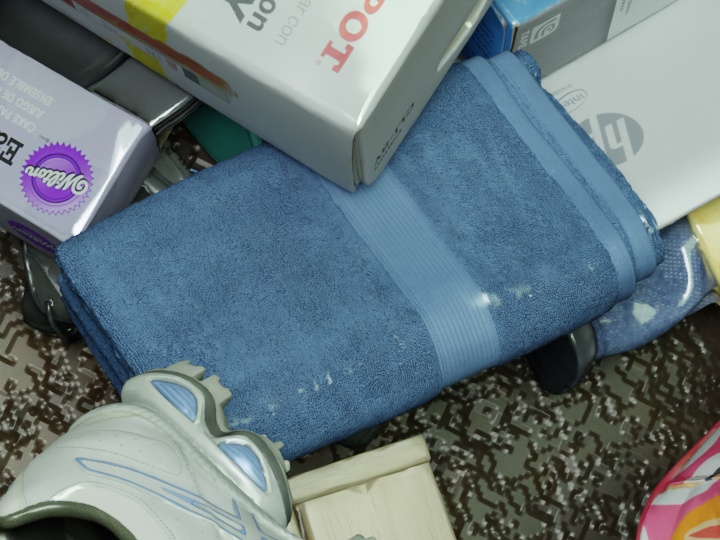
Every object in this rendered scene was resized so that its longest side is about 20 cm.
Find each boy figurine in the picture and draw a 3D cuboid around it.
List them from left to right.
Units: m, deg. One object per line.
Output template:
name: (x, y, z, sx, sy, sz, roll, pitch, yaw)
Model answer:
boy figurine: (0.144, -0.032, 1.116, 0.200, 0.064, 0.125, -28, 77, -17)

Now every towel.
towel: (0.000, 0.000, 1.004, 0.200, 0.049, 0.112, -24, 64, -23)

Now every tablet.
tablet: (0.083, -0.058, 1.093, 0.200, 0.014, 0.130, -29, 49, -11)

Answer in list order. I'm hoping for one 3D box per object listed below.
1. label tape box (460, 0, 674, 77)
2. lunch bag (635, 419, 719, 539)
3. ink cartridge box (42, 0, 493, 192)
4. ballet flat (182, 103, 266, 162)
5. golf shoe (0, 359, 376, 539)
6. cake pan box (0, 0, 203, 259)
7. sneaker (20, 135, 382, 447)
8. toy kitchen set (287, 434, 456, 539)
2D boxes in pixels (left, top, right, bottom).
label tape box: (0.097, -0.177, 1.118, 0.200, 0.063, 0.144, -30, 69, -15)
lunch bag: (0.194, 0.117, 1.045, 0.200, 0.082, 0.176, -43, 113, -43)
ink cartridge box: (-0.045, -0.143, 0.969, 0.200, 0.083, 0.145, 32, 80, 7)
ballet flat: (-0.075, -0.128, 1.094, 0.068, 0.068, 0.200, -38, 88, -28)
golf shoe: (-0.028, 0.115, 0.867, 0.200, 0.078, 0.097, 33, 40, 26)
cake pan box: (-0.130, -0.123, 1.034, 0.200, 0.052, 0.184, 31, 83, 7)
sneaker: (-0.075, 0.003, 1.069, 0.200, 0.076, 0.091, 42, 80, 9)
toy kitchen set: (-0.039, 0.158, 0.980, 0.199, 0.180, 0.164, -18, 84, -10)
